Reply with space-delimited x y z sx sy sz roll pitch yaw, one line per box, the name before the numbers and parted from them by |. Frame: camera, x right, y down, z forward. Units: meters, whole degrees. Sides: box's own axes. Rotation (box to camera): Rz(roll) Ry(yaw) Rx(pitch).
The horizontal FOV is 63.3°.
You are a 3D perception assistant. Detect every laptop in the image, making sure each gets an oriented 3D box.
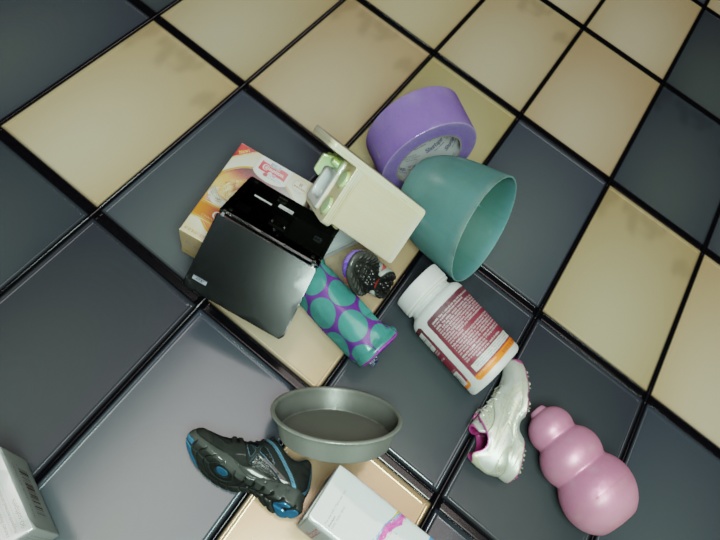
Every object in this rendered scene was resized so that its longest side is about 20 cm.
laptop | -0.150 -0.028 0.923 0.174 0.105 0.202 29 35 -3

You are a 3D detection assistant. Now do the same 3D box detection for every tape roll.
tape roll | 0.113 -0.241 1.096 0.194 0.201 0.087 -17 68 -20

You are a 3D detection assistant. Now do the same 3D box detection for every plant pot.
plant pot | 0.161 -0.112 1.053 0.159 0.204 0.200 34 59 27

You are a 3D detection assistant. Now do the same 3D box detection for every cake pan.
cake pan | -0.036 0.223 0.852 0.193 0.200 0.038 5 99 -11

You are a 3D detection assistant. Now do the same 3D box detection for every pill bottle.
pill bottle | 0.161 0.096 0.991 0.113 0.115 0.201 -37 77 -26

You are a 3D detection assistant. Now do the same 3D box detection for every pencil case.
pencil case | -0.031 0.066 0.974 0.200 0.086 0.092 45 43 12

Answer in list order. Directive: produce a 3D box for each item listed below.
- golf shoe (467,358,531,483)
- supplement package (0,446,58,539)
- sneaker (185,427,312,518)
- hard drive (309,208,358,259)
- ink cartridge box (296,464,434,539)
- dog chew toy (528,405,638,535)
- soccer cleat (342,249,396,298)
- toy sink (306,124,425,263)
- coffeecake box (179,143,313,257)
golf shoe | 0.228 0.236 0.963 0.088 0.076 0.205 15 60 -1
supplement package | -0.501 0.331 0.712 0.197 0.118 0.118 -31 74 -24
sneaker | -0.162 0.281 0.856 0.196 0.074 0.083 31 44 -3
hard drive | -0.104 -0.075 1.062 0.196 0.026 0.134 -25 72 -24
ink cartridge box | 0.015 0.371 0.801 0.197 0.145 0.085 35 61 6
dog chew toy | 0.343 0.308 0.932 0.122 0.126 0.202 -24 63 -23
soccer cleat | 0.000 0.000 0.966 0.072 0.199 0.070 30 92 21
toy sink | -0.014 -0.121 0.949 0.197 0.131 0.113 33 99 -28
coffeecake box | -0.188 -0.091 0.991 0.150 0.074 0.203 27 60 1
